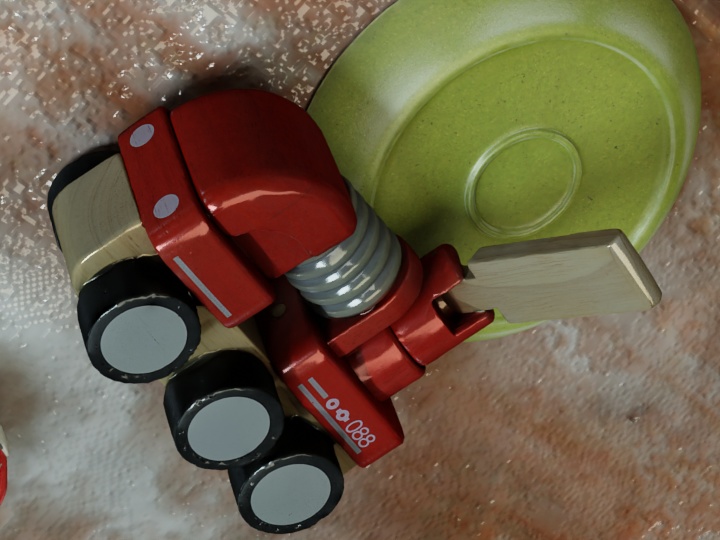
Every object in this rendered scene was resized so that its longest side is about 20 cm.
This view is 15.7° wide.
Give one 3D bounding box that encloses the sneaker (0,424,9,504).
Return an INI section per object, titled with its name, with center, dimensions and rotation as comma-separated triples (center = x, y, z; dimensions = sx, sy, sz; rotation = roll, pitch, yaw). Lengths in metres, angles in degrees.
[sneaker]
center = -0.233, 0.118, 1.080
dimensions = 0.199, 0.077, 0.085
rotation = -27, 136, -6

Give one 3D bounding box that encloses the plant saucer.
[plant saucer]
center = 0.066, -0.044, 1.135
dimensions = 0.199, 0.031, 0.201
rotation = -13, 128, -18

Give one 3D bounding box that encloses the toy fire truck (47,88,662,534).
[toy fire truck]
center = 0.000, 0.000, 1.053
dimensions = 0.199, 0.129, 0.176
rotation = -33, 131, 9
